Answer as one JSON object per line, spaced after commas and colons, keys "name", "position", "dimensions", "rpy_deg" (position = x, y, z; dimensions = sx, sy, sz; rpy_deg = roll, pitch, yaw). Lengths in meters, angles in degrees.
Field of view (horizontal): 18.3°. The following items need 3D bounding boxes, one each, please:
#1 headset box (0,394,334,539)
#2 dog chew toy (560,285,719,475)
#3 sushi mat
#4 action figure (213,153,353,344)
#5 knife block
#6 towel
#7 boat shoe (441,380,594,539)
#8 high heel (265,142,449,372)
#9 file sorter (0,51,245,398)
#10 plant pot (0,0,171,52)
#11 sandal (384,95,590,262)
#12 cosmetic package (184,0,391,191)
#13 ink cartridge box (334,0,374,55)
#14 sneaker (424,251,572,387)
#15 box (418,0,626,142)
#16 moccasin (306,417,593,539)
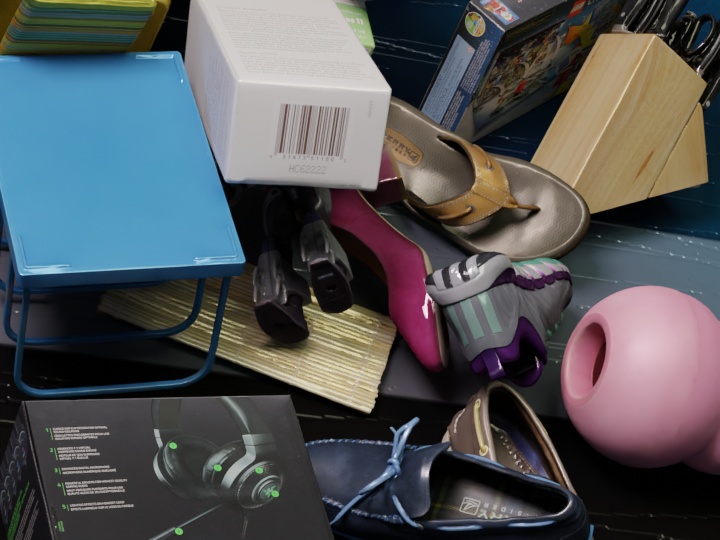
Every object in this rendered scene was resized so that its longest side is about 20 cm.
{"name": "headset box", "position": [-0.112, 0.167, 1.317], "dimensions": [0.174, 0.093, 0.200], "rpy_deg": [-1, 49, -24]}
{"name": "dog chew toy", "position": [0.240, 0.084, 1.537], "dimensions": [0.200, 0.125, 0.125], "rpy_deg": [15, 44, -21]}
{"name": "sushi mat", "position": [-0.075, 0.030, 1.521], "dimensions": [0.200, 0.012, 0.096], "rpy_deg": [21, 45, -4]}
{"name": "action figure", "position": [-0.044, -0.052, 1.529], "dimensions": [0.069, 0.130, 0.200], "rpy_deg": [46, 26, -44]}
{"name": "knife block", "position": [0.201, -0.143, 1.695], "dimensions": [0.200, 0.176, 0.064], "rpy_deg": [-15, 13, -33]}
{"name": "towel", "position": [-0.207, -0.140, 1.492], "dimensions": [0.086, 0.200, 0.018], "rpy_deg": [0, 68, -25]}
{"name": "boat shoe", "position": [0.114, 0.163, 1.445], "dimensions": [0.072, 0.060, 0.200], "rpy_deg": [-4, 51, -27]}
{"name": "high heel", "position": [0.000, 0.000, 1.556], "dimensions": [0.096, 0.067, 0.200], "rpy_deg": [-18, 49, 1]}
{"name": "file sorter", "position": [-0.170, -0.030, 1.440], "dimensions": [0.139, 0.123, 0.200], "rpy_deg": [-4, 46, -18]}
{"name": "plant pot", "position": [-0.224, -0.225, 1.577], "dimensions": [0.200, 0.200, 0.177], "rpy_deg": [3, 58, -21]}
{"name": "sandal", "position": [0.071, -0.069, 1.622], "dimensions": [0.200, 0.055, 0.082], "rpy_deg": [34, 89, 12]}
{"name": "cosmetic package", "position": [-0.052, -0.122, 1.465], "dimensions": [0.101, 0.071, 0.200], "rpy_deg": [3, 23, -13]}
{"name": "ink cartridge box", "position": [-0.051, -0.200, 1.672], "dimensions": [0.067, 0.117, 0.200], "rpy_deg": [6, 48, -20]}
{"name": "sneaker", "position": [0.102, 0.041, 1.523], "dimensions": [0.200, 0.074, 0.088], "rpy_deg": [5, 64, -66]}
{"name": "box", "position": [0.135, -0.177, 1.719], "dimensions": [0.038, 0.137, 0.200], "rpy_deg": [43, 46, 18]}
{"name": "moccasin", "position": [0.048, 0.131, 1.400], "dimensions": [0.200, 0.068, 0.081], "rpy_deg": [6, 57, 13]}
